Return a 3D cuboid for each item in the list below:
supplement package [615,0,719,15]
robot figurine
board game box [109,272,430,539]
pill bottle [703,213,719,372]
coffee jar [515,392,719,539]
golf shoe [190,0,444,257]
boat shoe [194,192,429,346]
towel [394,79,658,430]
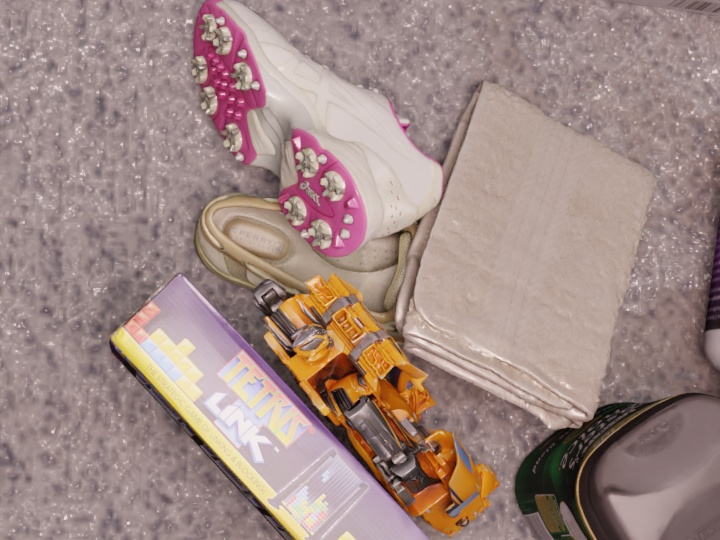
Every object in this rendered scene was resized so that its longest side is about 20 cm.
[{"bbox_3d":[0.229,-0.223,1.150,0.200,0.156,0.111,8,85,-7],"label":"supplement package"},{"bbox_3d":[0.009,0.071,1.057,0.058,0.200,0.145,-39,58,-2],"label":"robot figurine"},{"bbox_3d":[-0.055,0.096,1.073,0.057,0.165,0.200,-43,92,-10],"label":"board game box"},{"bbox_3d":[0.267,0.012,1.154,0.111,0.111,0.200,10,83,-7],"label":"pill bottle"},{"bbox_3d":[0.159,0.122,1.082,0.104,0.200,0.085,-32,89,-10],"label":"coffee jar"},{"bbox_3d":[-0.028,-0.090,1.129,0.091,0.075,0.200,-15,55,-33],"label":"golf shoe"},{"bbox_3d":[0.000,-0.003,1.142,0.201,0.063,0.073,19,82,-6],"label":"boat shoe"},{"bbox_3d":[0.100,-0.010,1.136,0.132,0.034,0.200,29,55,-10],"label":"towel"}]
